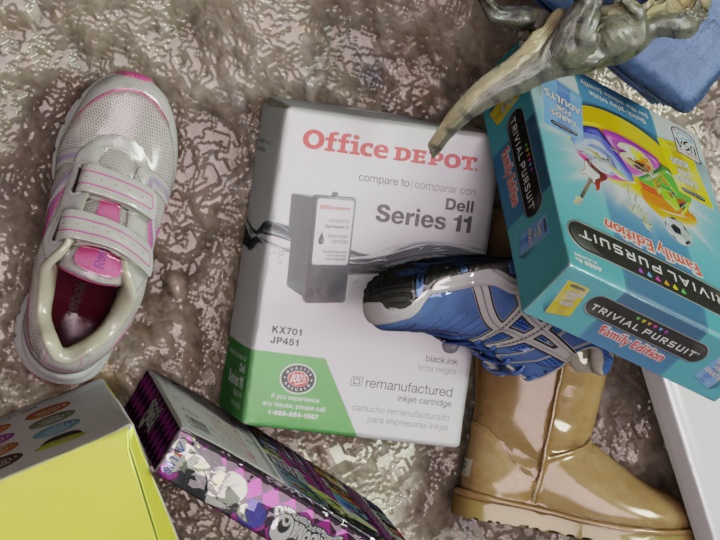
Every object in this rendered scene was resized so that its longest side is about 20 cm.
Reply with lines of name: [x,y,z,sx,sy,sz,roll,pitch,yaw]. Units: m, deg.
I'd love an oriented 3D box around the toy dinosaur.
toy dinosaur: [0.115,-0.148,1.578,0.199,0.047,0.089,-25,96,-6]

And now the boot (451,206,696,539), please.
boot: [0.152,0.072,1.716,0.174,0.066,0.201,10,92,-13]

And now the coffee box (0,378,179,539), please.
coffee box: [-0.200,0.203,1.591,0.199,0.198,0.201,-22,100,-8]

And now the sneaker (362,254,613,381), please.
sneaker: [0.088,0.029,1.609,0.199,0.076,0.078,-1,94,-35]

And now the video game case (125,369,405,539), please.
video game case: [-0.052,0.133,1.613,0.181,0.200,0.036,32,91,-13]

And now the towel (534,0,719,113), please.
towel: [0.154,-0.196,1.626,0.200,0.049,0.112,40,95,-13]

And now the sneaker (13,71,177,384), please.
sneaker: [-0.156,-0.022,1.632,0.081,0.088,0.201,12,93,-12]

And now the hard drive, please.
hard drive: [0.244,0.073,1.728,0.132,0.027,0.201,-25,101,-35]

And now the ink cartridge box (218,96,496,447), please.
ink cartridge box: [0.000,0.000,1.668,0.146,0.083,0.201,7,94,-13]

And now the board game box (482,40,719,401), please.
board game box: [0.155,-0.032,1.612,0.150,0.201,0.047,24,126,-28]
